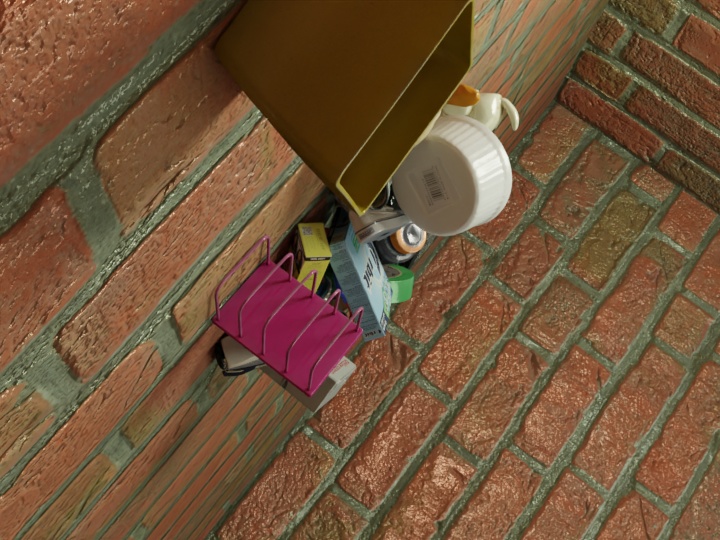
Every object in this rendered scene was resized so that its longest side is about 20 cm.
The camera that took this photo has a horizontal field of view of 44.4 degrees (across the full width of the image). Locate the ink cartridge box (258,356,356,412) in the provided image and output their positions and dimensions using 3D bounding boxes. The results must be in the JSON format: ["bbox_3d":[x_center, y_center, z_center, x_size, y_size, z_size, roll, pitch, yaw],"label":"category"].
[{"bbox_3d":[-0.122,0.168,1.697,0.084,0.200,0.146,-54,172,14],"label":"ink cartridge box"}]

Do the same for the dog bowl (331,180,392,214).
[{"bbox_3d":[0.024,-0.186,1.545,0.200,0.059,0.200,-52,172,-10],"label":"dog bowl"}]

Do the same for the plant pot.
[{"bbox_3d":[-0.020,-0.195,0.848,0.200,0.176,0.200,-54,172,0],"label":"plant pot"}]

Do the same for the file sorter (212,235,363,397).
[{"bbox_3d":[-0.110,0.065,1.353,0.139,0.200,0.126,-49,168,-23],"label":"file sorter"}]

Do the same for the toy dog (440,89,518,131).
[{"bbox_3d":[0.194,-0.249,1.694,0.140,0.193,0.201,-55,158,-77],"label":"toy dog"}]

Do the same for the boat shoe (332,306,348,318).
[{"bbox_3d":[-0.109,0.071,1.500,0.062,0.199,0.075,-34,-134,38],"label":"boat shoe"}]

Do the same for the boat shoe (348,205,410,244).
[{"bbox_3d":[0.033,-0.093,1.546,0.073,0.066,0.200,-30,176,15],"label":"boat shoe"}]

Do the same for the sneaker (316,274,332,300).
[{"bbox_3d":[-0.113,0.050,1.687,0.078,0.090,0.200,-46,-163,25],"label":"sneaker"}]

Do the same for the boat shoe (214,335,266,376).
[{"bbox_3d":[-0.167,0.133,1.579,0.199,0.075,0.093,-13,162,-18],"label":"boat shoe"}]

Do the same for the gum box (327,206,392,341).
[{"bbox_3d":[0.000,0.000,1.611,0.044,0.201,0.170,-16,-156,15],"label":"gum box"}]

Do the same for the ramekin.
[{"bbox_3d":[0.149,-0.156,1.510,0.098,0.200,0.201,-33,159,-45],"label":"ramekin"}]

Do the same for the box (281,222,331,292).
[{"bbox_3d":[-0.104,0.005,1.541,0.050,0.076,0.200,-3,147,-21],"label":"box"}]

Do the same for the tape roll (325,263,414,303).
[{"bbox_3d":[0.010,0.019,1.822,0.200,0.199,0.048,-30,129,-70],"label":"tape roll"}]

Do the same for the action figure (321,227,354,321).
[{"bbox_3d":[-0.038,0.018,1.667,0.065,0.201,0.099,-15,-163,18],"label":"action figure"}]

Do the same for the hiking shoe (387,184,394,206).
[{"bbox_3d":[0.050,-0.185,1.729,0.200,0.074,0.087,-53,-161,-25],"label":"hiking shoe"}]

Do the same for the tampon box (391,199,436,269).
[{"bbox_3d":[0.093,-0.117,1.900,0.126,0.150,0.200,-49,171,-24],"label":"tampon box"}]

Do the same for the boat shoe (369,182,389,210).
[{"bbox_3d":[0.004,-0.160,1.339,0.075,0.061,0.200,-26,152,8],"label":"boat shoe"}]

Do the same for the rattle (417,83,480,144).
[{"bbox_3d":[0.072,-0.215,1.375,0.200,0.143,0.130,-41,148,-20],"label":"rattle"}]

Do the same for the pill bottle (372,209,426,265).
[{"bbox_3d":[0.047,-0.064,1.743,0.106,0.106,0.200,-50,-160,-23],"label":"pill bottle"}]

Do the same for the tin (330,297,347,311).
[{"bbox_3d":[-0.075,0.066,1.851,0.111,0.042,0.200,-12,-171,5],"label":"tin"}]
